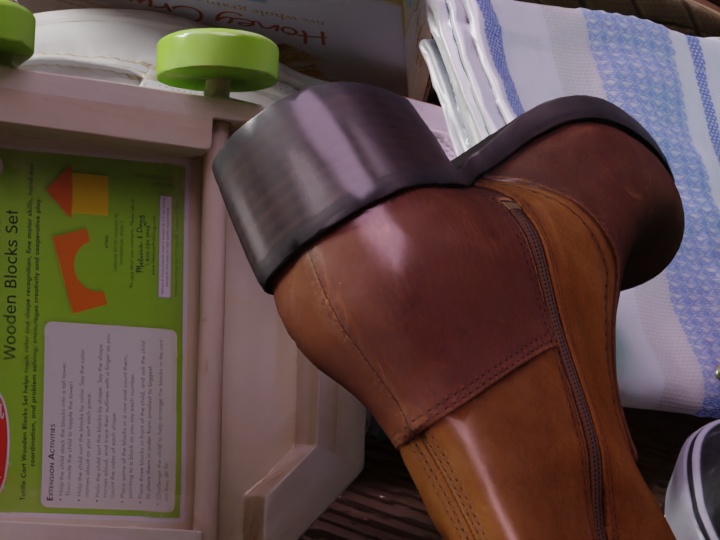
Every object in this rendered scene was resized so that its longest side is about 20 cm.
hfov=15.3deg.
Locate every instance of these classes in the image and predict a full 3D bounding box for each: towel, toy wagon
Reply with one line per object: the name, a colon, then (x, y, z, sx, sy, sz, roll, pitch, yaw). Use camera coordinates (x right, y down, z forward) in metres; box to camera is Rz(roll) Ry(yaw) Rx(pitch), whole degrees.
towel: (0.115, -0.019, 0.835, 0.199, 0.024, 0.147, 6, 54, -35)
toy wagon: (-0.091, 0.011, 0.670, 0.199, 0.156, 0.040, 6, -10, -26)

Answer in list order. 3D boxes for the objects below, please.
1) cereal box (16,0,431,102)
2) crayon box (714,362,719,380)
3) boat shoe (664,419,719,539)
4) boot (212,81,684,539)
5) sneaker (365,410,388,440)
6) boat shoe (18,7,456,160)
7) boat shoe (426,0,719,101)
cereal box: (-0.049, -0.098, 0.906, 0.143, 0.040, 0.200, 12, -14, 7)
crayon box: (0.197, 0.029, 0.628, 0.199, 0.051, 0.127, 32, 53, 4)
boat shoe: (0.139, 0.081, 0.700, 0.073, 0.068, 0.200, 2, 27, -14)
boot: (0.066, 0.051, 0.655, 0.201, 0.068, 0.188, 61, 20, 18)
sneaker: (0.000, 0.000, 0.774, 0.199, 0.088, 0.074, -22, 37, -34)
boat shoe: (-0.046, -0.035, 0.872, 0.199, 0.071, 0.069, 10, 26, 0)
boat shoe: (0.060, -0.093, 1.021, 0.199, 0.072, 0.068, 9, 28, 6)
